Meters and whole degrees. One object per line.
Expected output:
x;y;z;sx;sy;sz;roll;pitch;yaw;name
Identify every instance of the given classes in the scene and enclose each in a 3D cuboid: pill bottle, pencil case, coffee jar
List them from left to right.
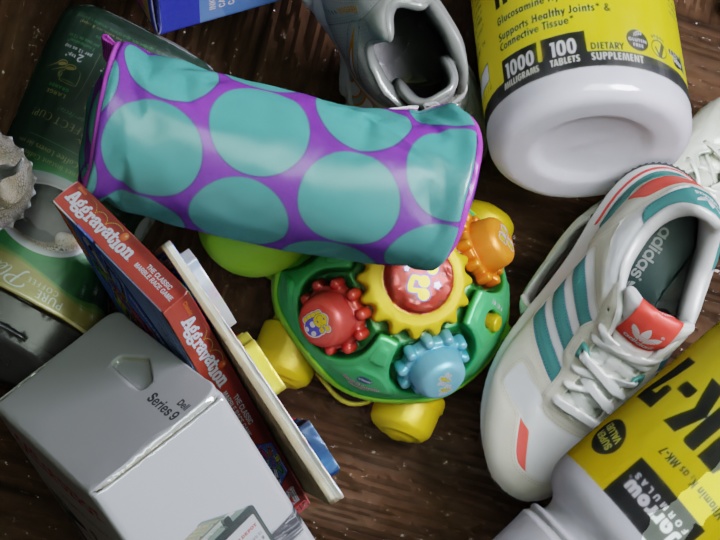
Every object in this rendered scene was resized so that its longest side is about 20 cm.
-0.158;-0.034;1.387;0.104;0.085;0.200;28;77;2;coffee jar
-0.043;-0.059;1.321;0.199;0.085;0.093;11;65;-5;pencil case
0.117;-0.151;1.438;0.112;0.113;0.200;2;60;-14;pill bottle
0.171;0.112;1.334;0.200;0.114;0.114;-41;94;-3;pill bottle

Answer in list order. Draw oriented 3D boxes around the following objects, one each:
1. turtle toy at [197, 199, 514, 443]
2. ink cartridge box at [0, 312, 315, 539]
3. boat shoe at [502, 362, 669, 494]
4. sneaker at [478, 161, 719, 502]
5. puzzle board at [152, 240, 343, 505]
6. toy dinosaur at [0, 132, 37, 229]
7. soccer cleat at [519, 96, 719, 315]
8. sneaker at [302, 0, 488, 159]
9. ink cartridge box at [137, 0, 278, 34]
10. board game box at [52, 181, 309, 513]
0.000;0.000;1.416;0.200;0.101;0.146;24;78;-10;turtle toy
-0.085;0.136;1.318;0.084;0.146;0.200;-38;119;-14;ink cartridge box
0.174;0.081;1.466;0.202;0.075;0.075;-3;78;-14;boat shoe
0.129;0.036;1.372;0.070;0.093;0.200;30;93;-12;sneaker
-0.060;0.050;1.343;0.017;0.200;0.151;-33;92;-7;puzzle board
-0.224;-0.057;1.344;0.102;0.200;0.077;-36;124;1;toy dinosaur
0.167;-0.028;1.452;0.200;0.078;0.069;-47;63;-5;soccer cleat
0.029;-0.100;1.397;0.076;0.200;0.092;-35;50;0;sneaker
-0.073;-0.209;1.406;0.199;0.076;0.137;-16;46;-16;ink cartridge box
-0.090;0.045;1.328;0.019;0.200;0.103;-40;52;-12;board game box
